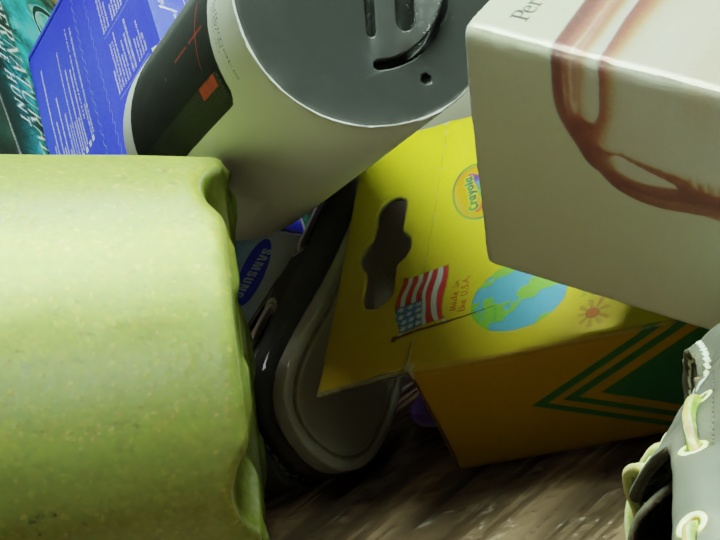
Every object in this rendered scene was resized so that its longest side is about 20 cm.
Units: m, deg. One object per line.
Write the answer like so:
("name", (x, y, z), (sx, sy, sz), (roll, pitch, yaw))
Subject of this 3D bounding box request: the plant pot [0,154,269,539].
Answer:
("plant pot", (-0.123, 0.040, 0.702), (0.184, 0.201, 0.200), (-7, 12, -2))

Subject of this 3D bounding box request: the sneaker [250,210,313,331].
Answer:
("sneaker", (0.027, -0.024, 0.953), (0.200, 0.075, 0.088), (-20, 19, 1))

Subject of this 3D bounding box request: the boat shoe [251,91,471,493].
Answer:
("boat shoe", (0.000, 0.000, 0.840), (0.057, 0.067, 0.200), (-21, 28, 41))

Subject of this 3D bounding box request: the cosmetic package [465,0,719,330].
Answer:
("cosmetic package", (0.140, -0.035, 0.631), (0.200, 0.087, 0.103), (16, 46, 28))

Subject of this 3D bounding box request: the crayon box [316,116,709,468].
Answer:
("crayon box", (0.092, -0.008, 0.754), (0.200, 0.051, 0.127), (-12, 40, 22))

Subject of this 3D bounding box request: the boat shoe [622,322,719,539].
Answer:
("boat shoe", (0.090, 0.058, 0.537), (0.060, 0.072, 0.202), (-12, 16, 4))

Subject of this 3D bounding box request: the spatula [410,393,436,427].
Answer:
("spatula", (0.074, 0.013, 0.867), (0.056, 0.021, 0.200), (-17, 8, 29))

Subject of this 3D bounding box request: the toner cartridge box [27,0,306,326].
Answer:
("toner cartridge box", (-0.081, -0.052, 0.924), (0.043, 0.095, 0.200), (13, 38, -29))

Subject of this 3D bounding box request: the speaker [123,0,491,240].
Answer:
("speaker", (-0.020, -0.064, 0.730), (0.081, 0.081, 0.200), (-22, -2, -16))

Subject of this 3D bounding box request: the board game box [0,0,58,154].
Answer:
("board game box", (-0.137, -0.068, 1.039), (0.028, 0.135, 0.200), (-34, 53, 14))
